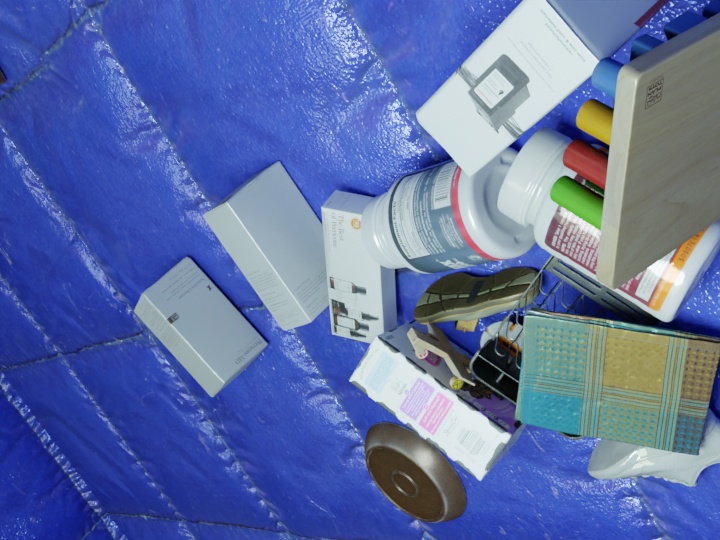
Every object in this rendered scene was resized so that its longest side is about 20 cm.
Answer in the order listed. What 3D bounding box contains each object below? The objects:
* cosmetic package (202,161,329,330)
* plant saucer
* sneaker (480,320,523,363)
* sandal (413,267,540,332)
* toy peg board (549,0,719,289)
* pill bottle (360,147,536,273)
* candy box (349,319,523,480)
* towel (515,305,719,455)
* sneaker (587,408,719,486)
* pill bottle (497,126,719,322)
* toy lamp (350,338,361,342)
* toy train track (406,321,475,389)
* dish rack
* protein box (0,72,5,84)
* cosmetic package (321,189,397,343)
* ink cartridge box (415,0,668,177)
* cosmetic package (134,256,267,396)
[{"bbox_3d":[-0.109,-0.033,1.348,0.081,0.113,0.201,-21,106,53],"label":"cosmetic package"},{"bbox_3d":[0.078,0.330,1.565,0.199,0.034,0.202,30,142,26],"label":"plant saucer"},{"bbox_3d":[0.231,0.127,1.175,0.199,0.079,0.077,37,175,5],"label":"sneaker"},{"bbox_3d":[0.140,0.042,1.184,0.199,0.081,0.054,-10,124,46],"label":"sandal"},{"bbox_3d":[0.246,-0.125,0.808,0.098,0.199,0.201,38,147,39],"label":"toy peg board"},{"bbox_3d":[0.094,-0.060,1.090,0.199,0.119,0.120,-12,115,53],"label":"pill bottle"},{"bbox_3d":[0.108,0.152,1.223,0.199,0.167,0.072,35,107,15],"label":"candy box"},{"bbox_3d":[0.266,0.117,1.037,0.198,0.022,0.148,8,119,13],"label":"towel"},{"bbox_3d":[0.347,0.219,1.135,0.088,0.076,0.200,40,145,-9],"label":"sneaker"},{"bbox_3d":[0.240,-0.049,0.946,0.199,0.114,0.115,33,143,19],"label":"pill bottle"},{"bbox_3d":[0.076,0.133,1.355,0.199,0.058,0.058,39,145,15],"label":"toy lamp"},{"bbox_3d":[0.128,0.124,1.161,0.199,0.033,0.115,29,-162,-29],"label":"toy train track"},{"bbox_3d":[0.229,0.072,1.069,0.153,0.055,0.201,32,124,2],"label":"dish rack"},{"bbox_3d":[-0.753,-0.374,1.686,0.197,0.135,0.201,2,125,46],"label":"protein box"},{"bbox_3d":[0.000,0.000,1.280,0.082,0.051,0.202,10,126,21],"label":"cosmetic package"},{"bbox_3d":[0.158,-0.189,0.871,0.083,0.145,0.200,47,146,-2],"label":"ink cartridge box"},{"bbox_3d":[-0.265,0.095,1.630,0.200,0.113,0.081,45,146,3],"label":"cosmetic package"}]
